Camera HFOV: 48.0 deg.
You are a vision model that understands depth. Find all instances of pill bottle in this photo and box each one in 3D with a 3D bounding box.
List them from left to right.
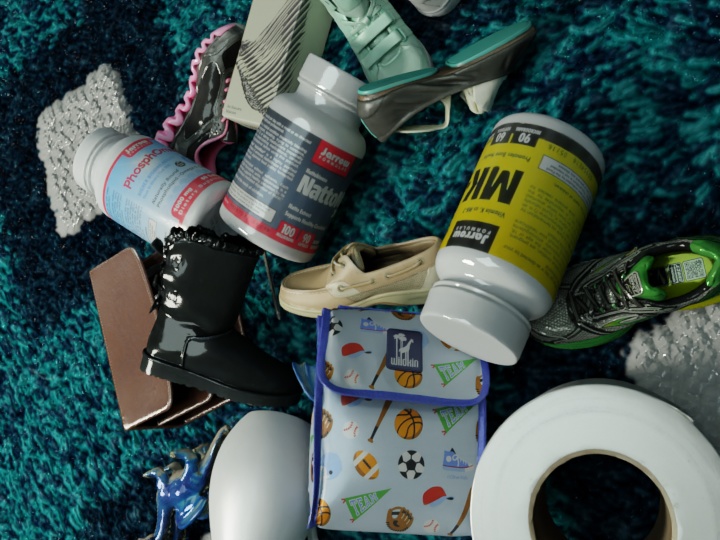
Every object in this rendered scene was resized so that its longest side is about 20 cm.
[{"bbox_3d":[-0.243,-0.092,0.964,0.197,0.108,0.111,29,98,19],"label":"pill bottle"},{"bbox_3d":[-0.062,-0.124,0.887,0.119,0.119,0.203,33,101,29],"label":"pill bottle"},{"bbox_3d":[0.135,-0.027,0.727,0.112,0.114,0.203,16,72,31],"label":"pill bottle"}]

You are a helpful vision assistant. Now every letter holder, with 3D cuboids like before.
[{"bbox_3d":[-0.224,0.069,0.973,0.140,0.100,0.204,-26,71,23],"label":"letter holder"}]

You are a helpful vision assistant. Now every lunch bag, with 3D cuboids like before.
[{"bbox_3d":[0.034,0.139,0.767,0.166,0.124,0.205,5,80,-3],"label":"lunch bag"}]

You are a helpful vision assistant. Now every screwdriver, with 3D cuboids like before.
[{"bbox_3d":[-0.120,-0.037,0.967,0.029,0.027,0.205,-31,67,56],"label":"screwdriver"}]

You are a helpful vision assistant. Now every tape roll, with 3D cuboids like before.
[{"bbox_3d":[0.196,0.192,0.658,0.198,0.139,0.208,-2,85,18],"label":"tape roll"}]

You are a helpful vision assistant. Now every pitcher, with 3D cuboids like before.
[{"bbox_3d":[-0.086,0.268,0.855,0.120,0.170,0.204,-21,48,45],"label":"pitcher"}]

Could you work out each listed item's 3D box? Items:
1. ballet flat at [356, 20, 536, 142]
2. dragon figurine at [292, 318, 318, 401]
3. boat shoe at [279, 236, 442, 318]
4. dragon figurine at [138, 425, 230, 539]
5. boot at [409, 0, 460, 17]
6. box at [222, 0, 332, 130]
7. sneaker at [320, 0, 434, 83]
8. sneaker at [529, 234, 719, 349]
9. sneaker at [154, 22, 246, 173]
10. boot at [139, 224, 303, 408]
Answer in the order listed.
[{"bbox_3d":[0.092,-0.187,0.828,0.196,0.068,0.070,-21,112,4],"label":"ballet flat"},{"bbox_3d":[-0.032,0.108,0.875,0.100,0.058,0.201,-47,63,17],"label":"dragon figurine"},{"bbox_3d":[0.000,0.000,0.848,0.195,0.072,0.066,-8,123,19],"label":"boat shoe"},{"bbox_3d":[-0.192,0.261,0.946,0.199,0.059,0.101,-37,71,22],"label":"dragon figurine"},{"bbox_3d":[0.106,-0.365,0.830,0.073,0.095,0.202,39,103,28],"label":"boot"},{"bbox_3d":[-0.091,-0.264,0.952,0.081,0.068,0.205,16,93,32],"label":"box"},{"bbox_3d":[0.003,-0.260,0.867,0.073,0.118,0.203,-38,68,19],"label":"sneaker"},{"bbox_3d":[0.231,0.013,0.714,0.197,0.085,0.080,-25,72,27],"label":"sneaker"},{"bbox_3d":[-0.174,-0.201,0.998,0.095,0.078,0.202,39,111,22],"label":"sneaker"},{"bbox_3d":[-0.140,0.048,0.877,0.194,0.073,0.166,15,99,-4],"label":"boot"}]
